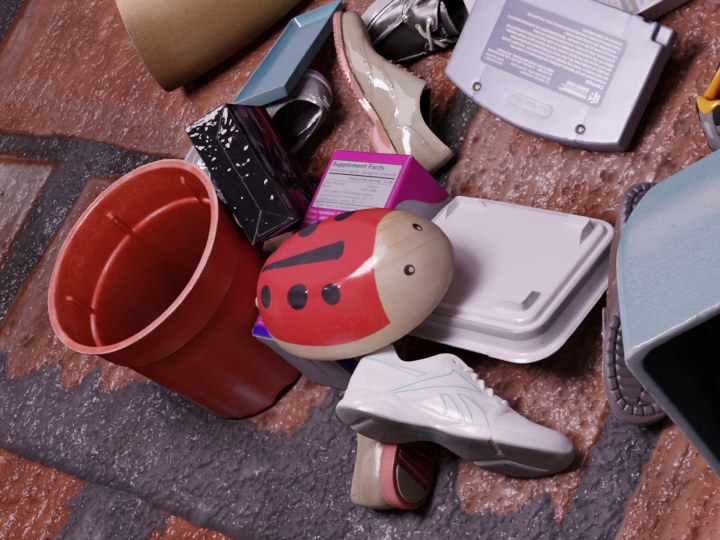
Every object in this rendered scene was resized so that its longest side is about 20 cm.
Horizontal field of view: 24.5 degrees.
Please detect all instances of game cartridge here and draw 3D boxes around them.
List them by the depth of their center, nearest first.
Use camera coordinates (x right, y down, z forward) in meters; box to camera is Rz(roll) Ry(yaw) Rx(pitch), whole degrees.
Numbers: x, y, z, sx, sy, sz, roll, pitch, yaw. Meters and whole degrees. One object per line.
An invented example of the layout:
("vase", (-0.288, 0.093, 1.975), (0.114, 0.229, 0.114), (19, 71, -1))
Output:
("game cartridge", (0.178, -0.189, 1.517), (0.199, 0.041, 0.134), (27, 99, 32))

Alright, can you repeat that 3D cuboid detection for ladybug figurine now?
("ladybug figurine", (-0.015, 0.005, 1.406), (0.199, 0.072, 0.137), (-17, 50, 32))

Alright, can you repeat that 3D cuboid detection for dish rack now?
("dish rack", (0.115, -0.004, 1.428), (0.199, 0.044, 0.172), (12, 47, 39))

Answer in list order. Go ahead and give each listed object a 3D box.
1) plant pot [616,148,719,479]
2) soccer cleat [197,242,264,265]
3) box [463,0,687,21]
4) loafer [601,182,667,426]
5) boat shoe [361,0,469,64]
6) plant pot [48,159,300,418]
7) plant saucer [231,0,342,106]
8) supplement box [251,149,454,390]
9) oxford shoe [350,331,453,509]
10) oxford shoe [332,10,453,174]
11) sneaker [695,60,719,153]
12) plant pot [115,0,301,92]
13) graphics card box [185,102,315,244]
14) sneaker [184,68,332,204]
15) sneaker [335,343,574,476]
("plant pot", (0.303, 0.009, 1.221), (0.195, 0.196, 0.201), (-30, 36, 19))
("soccer cleat", (-0.185, -0.009, 1.712), (0.199, 0.068, 0.086), (-30, 50, 26))
("box", (0.196, -0.280, 1.569), (0.199, 0.041, 0.157), (-28, 70, 20))
("loafer", (0.234, 0.032, 1.351), (0.072, 0.071, 0.202), (9, 71, 2))
("boat shoe", (0.073, -0.259, 1.673), (0.199, 0.071, 0.064), (-37, 43, 11))
("plant pot", (-0.155, 0.032, 1.563), (0.199, 0.195, 0.202), (-21, 50, 27))
("plant saucer", (-0.073, -0.227, 1.752), (0.069, 0.019, 0.201), (-17, 26, 29))
("supplement box", (0.000, 0.000, 1.528), (0.103, 0.101, 0.201), (9, 67, 42))
("oxford shoe", (0.029, 0.113, 1.450), (0.074, 0.070, 0.202), (-13, 52, 40))
("oxford shoe", (0.032, -0.177, 1.630), (0.073, 0.071, 0.202), (-27, 73, 12))
("sneaker", (0.348, -0.181, 1.390), (0.078, 0.077, 0.201), (17, 72, 46))
("plant pot", (-0.158, -0.324, 1.846), (0.198, 0.187, 0.188), (-21, 48, 9))
("graphics card box", (-0.097, -0.095, 1.579), (0.051, 0.200, 0.126), (-30, 90, 10))
("sneaker", (-0.112, -0.132, 1.714), (0.200, 0.075, 0.082), (-43, 20, 6))
("sneaker", (0.084, 0.111, 1.360), (0.198, 0.071, 0.081), (16, 62, 11))
